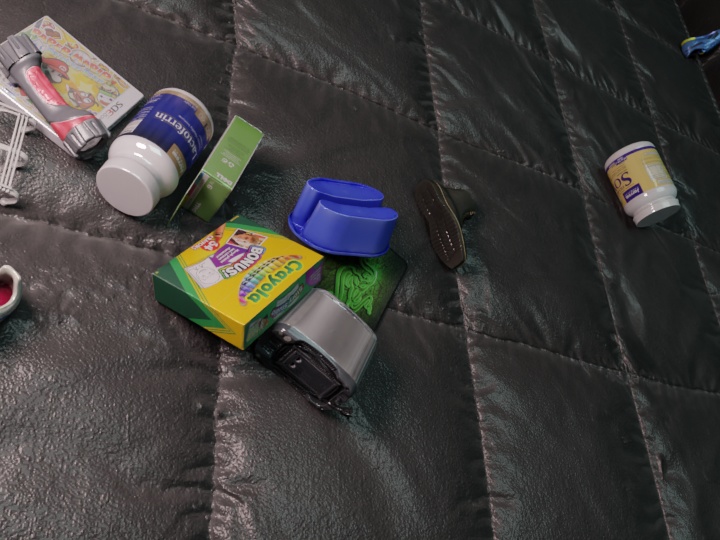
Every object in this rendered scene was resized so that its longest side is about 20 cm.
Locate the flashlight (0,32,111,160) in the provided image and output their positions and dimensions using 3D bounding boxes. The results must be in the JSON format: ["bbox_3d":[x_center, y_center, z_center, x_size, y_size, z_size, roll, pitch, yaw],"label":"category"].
[{"bbox_3d":[-0.457,-0.261,1.064,0.200,0.068,0.068,54,47,1],"label":"flashlight"}]

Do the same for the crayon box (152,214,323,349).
[{"bbox_3d":[-0.182,0.010,1.088,0.172,0.059,0.200,25,42,21],"label":"crayon box"}]

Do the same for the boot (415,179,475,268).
[{"bbox_3d":[0.209,-0.100,1.501,0.138,0.077,0.201,2,64,-42],"label":"boot"}]

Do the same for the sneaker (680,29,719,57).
[{"bbox_3d":[1.371,-0.889,2.807,0.066,0.199,0.079,53,24,-66],"label":"sneaker"}]

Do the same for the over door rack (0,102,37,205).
[{"bbox_3d":[-0.552,-0.190,0.967,0.200,0.066,0.149,33,45,-45],"label":"over door rack"}]

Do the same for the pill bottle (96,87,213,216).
[{"bbox_3d":[-0.321,-0.186,1.118,0.115,0.116,0.201,35,49,-15],"label":"pill bottle"}]

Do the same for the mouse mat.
[{"bbox_3d":[0.000,0.000,1.323,0.161,0.008,0.200,40,48,-11],"label":"mouse mat"}]

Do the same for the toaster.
[{"bbox_3d":[-0.058,0.124,1.129,0.200,0.114,0.129,40,44,-6],"label":"toaster"}]

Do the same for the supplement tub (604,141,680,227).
[{"bbox_3d":[0.776,-0.236,1.961,0.145,0.145,0.201,-2,65,-38],"label":"supplement tub"}]

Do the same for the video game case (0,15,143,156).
[{"bbox_3d":[-0.475,-0.295,1.132,0.200,0.023,0.182,39,47,-11],"label":"video game case"}]

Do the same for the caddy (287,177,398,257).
[{"bbox_3d":[-0.031,-0.085,1.281,0.199,0.105,0.142,4,36,-31],"label":"caddy"}]

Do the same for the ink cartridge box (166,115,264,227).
[{"bbox_3d":[-0.236,-0.150,1.168,0.059,0.104,0.201,33,48,-15],"label":"ink cartridge box"}]

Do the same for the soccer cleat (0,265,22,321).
[{"bbox_3d":[-0.490,0.064,0.855,0.070,0.086,0.200,42,47,-8],"label":"soccer cleat"}]
